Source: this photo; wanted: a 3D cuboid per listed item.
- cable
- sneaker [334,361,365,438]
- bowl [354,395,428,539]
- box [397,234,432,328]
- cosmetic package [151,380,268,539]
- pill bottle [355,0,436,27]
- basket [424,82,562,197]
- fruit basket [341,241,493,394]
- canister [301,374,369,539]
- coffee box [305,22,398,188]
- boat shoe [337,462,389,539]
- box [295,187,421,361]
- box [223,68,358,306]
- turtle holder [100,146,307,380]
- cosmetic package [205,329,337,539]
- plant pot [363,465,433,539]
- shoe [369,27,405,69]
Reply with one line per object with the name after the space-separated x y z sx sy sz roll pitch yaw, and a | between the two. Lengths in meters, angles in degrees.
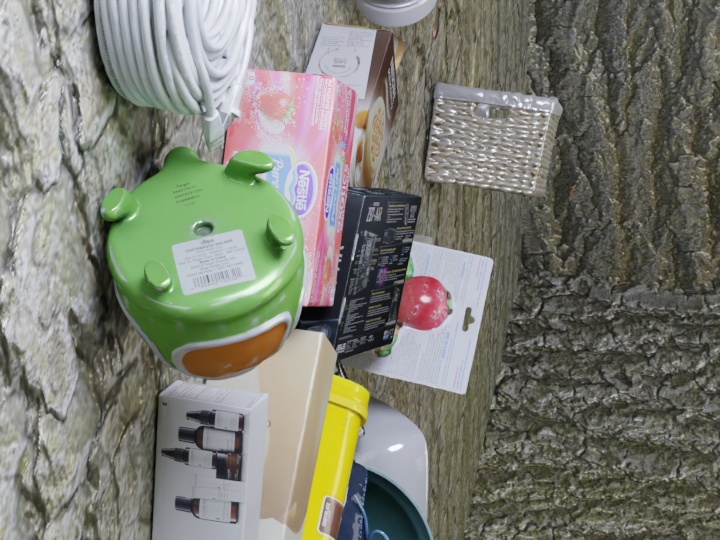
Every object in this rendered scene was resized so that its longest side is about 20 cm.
-0.122 -0.209 1.018 0.200 0.069 0.201 72 26 -63 | cable
-0.058 0.103 1.531 0.074 0.080 0.201 -102 174 -64 | sneaker
-0.008 0.248 1.669 0.074 0.200 0.201 -8 108 -33 | bowl
0.038 0.014 1.930 0.200 0.077 0.096 -41 137 -73 | box
-0.127 0.198 1.215 0.051 0.082 0.201 -37 132 -71 | cosmetic package
0.032 -0.363 1.571 0.200 0.113 0.114 80 21 -56 | pill bottle
0.215 -0.210 2.381 0.200 0.197 0.162 -8 108 -79 | basket
0.035 0.042 1.635 0.094 0.199 0.186 107 -2 -55 | fruit basket
-0.066 0.212 1.404 0.148 0.086 0.201 -34 -141 58 | canister
-0.021 -0.146 1.530 0.115 0.079 0.201 83 18 -52 | coffee box
-0.019 0.289 1.438 0.084 0.068 0.201 158 -53 -73 | boat shoe
0.000 0.000 1.455 0.200 0.043 0.161 -10 112 -72 | box
-0.067 -0.072 1.308 0.103 0.094 0.202 8 89 -78 | box
-0.118 -0.004 1.053 0.141 0.185 0.132 -37 143 -28 | turtle holder
-0.092 0.152 1.308 0.071 0.104 0.201 66 32 -68 | cosmetic package
-0.036 0.313 1.533 0.134 0.199 0.201 132 -26 -61 | plant pot
-0.003 -0.188 1.684 0.053 0.070 0.201 30 65 -31 | shoe
